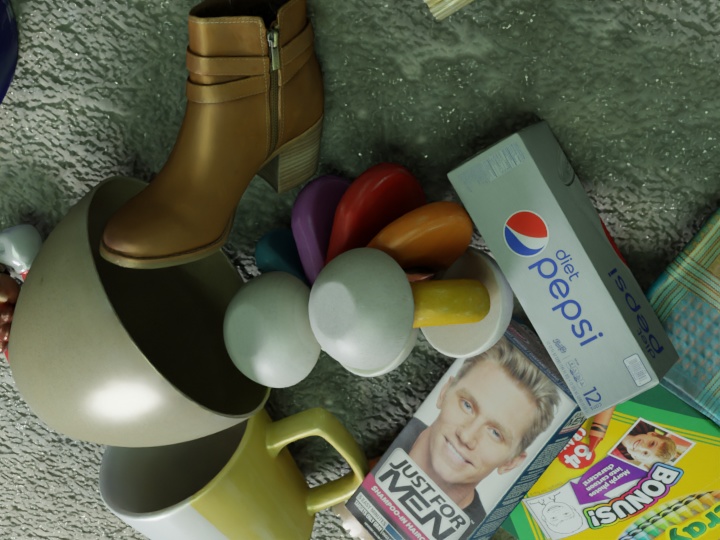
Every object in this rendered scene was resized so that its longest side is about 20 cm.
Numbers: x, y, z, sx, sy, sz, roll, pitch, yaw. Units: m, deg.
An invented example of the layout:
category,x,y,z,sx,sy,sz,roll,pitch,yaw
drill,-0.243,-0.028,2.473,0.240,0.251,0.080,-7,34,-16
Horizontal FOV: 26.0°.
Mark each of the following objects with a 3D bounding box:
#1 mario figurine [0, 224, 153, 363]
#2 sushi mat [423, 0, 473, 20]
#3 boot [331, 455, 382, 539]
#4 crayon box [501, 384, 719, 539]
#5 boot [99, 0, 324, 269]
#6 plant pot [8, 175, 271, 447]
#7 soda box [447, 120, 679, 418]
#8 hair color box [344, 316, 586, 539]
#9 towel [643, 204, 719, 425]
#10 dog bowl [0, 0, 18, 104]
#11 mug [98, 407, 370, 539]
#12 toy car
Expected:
category,x,y,z,sx,sy,sz,roll,pitch,yaw
mario figurine,-0.258,0.030,1.255,0.199,0.106,0.124,20,91,-19
sushi mat,0.109,-0.245,1.016,0.200,0.012,0.096,-26,117,25
boot,0.081,0.223,1.330,0.200,0.075,0.107,41,117,-19
crayon box,0.215,0.166,1.267,0.172,0.058,0.200,39,121,-20
boot,-0.101,-0.100,1.057,0.077,0.200,0.156,37,143,36
plant pot,-0.178,0.051,1.147,0.134,0.201,0.200,-33,115,21
soda box,0.145,-0.003,1.104,0.063,0.068,0.200,-30,88,27
hair color box,0.086,0.142,1.217,0.100,0.060,0.200,43,110,22
towel,0.293,0.019,1.139,0.146,0.022,0.200,33,106,-16
dog bowl,-0.349,-0.160,1.112,0.199,0.079,0.201,4,126,6
mug,-0.100,0.187,1.281,0.186,0.150,0.153,6,143,43
toy car,0.000,0.000,1.135,0.200,0.175,0.151,-14,83,39
